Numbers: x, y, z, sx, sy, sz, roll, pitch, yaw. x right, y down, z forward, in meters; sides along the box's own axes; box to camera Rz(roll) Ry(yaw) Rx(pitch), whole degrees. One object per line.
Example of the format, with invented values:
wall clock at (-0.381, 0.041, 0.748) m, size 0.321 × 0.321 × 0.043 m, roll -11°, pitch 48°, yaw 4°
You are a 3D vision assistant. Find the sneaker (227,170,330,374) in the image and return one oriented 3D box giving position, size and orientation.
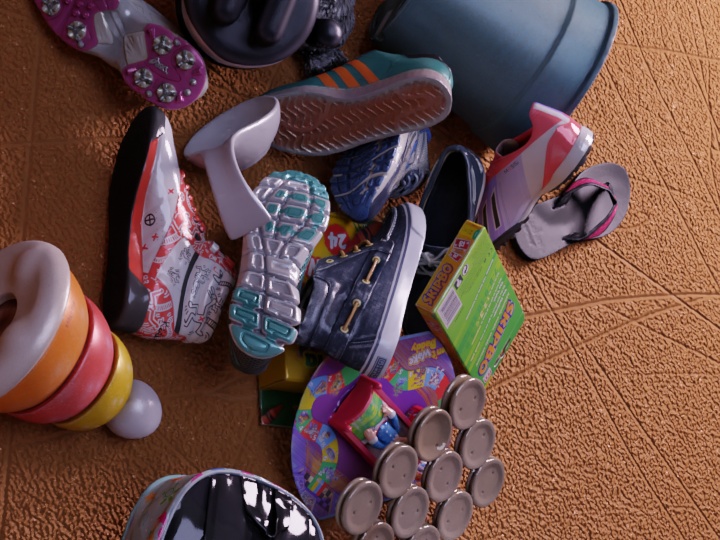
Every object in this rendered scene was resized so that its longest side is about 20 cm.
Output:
sneaker at (-0.081, 0.003, 1.368) m, size 0.077 × 0.092 × 0.202 m, roll 19°, pitch 57°, yaw -4°

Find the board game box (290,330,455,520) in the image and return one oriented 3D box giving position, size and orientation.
board game box at (0.027, 0.145, 1.420) m, size 0.198 × 0.039 × 0.160 m, roll -10°, pitch 108°, yaw -39°

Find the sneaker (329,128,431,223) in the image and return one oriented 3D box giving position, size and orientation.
sneaker at (0.034, -0.103, 1.517) m, size 0.086 × 0.076 × 0.201 m, roll 54°, pitch 35°, yaw -26°

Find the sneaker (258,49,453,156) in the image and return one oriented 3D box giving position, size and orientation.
sneaker at (-0.008, -0.163, 1.481) m, size 0.080 × 0.197 × 0.072 m, roll -83°, pitch 163°, yaw -57°

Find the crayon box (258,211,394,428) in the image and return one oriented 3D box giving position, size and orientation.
crayon box at (-0.032, 0.047, 1.448) m, size 0.126 × 0.051 × 0.203 m, roll 9°, pitch 70°, yaw -35°

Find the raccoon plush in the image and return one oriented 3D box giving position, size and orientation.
raccoon plush at (-0.013, -0.264, 1.505) m, size 0.097 × 0.134 × 0.201 m, roll -38°, pitch 95°, yaw -41°

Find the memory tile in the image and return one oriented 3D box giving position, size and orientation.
memory tile at (0.057, 0.203, 1.426) m, size 0.200 × 0.017 × 0.155 m, roll -40°, pitch 131°, yaw -29°

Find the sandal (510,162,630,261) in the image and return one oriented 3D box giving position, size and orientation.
sandal at (0.241, -0.064, 1.694) m, size 0.199 × 0.045 × 0.076 m, roll -28°, pitch 92°, yaw -40°

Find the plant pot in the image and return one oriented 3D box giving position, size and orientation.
plant pot at (0.126, -0.244, 1.587) m, size 0.195 × 0.200 × 0.202 m, roll 33°, pitch 57°, yaw -14°

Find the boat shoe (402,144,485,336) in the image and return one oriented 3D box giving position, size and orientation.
boat shoe at (0.077, -0.022, 1.505) m, size 0.062 × 0.074 × 0.202 m, roll 24°, pitch 84°, yaw -73°

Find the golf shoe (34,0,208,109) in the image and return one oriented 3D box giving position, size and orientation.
golf shoe at (-0.216, -0.217, 1.394) m, size 0.200 × 0.075 × 0.092 m, roll 43°, pitch 9°, yaw 1°

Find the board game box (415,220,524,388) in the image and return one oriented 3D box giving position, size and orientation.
board game box at (0.110, 0.040, 1.496) m, size 0.096 × 0.030 × 0.200 m, roll -58°, pitch 149°, yaw -15°

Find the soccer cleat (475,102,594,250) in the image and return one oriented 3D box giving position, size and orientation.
soccer cleat at (0.149, -0.088, 1.544) m, size 0.073 × 0.200 × 0.069 m, roll 35°, pitch 43°, yaw -8°

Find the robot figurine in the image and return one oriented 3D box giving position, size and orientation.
robot figurine at (-0.103, -0.246, 1.398) m, size 0.124 × 0.200 × 0.152 m, roll -29°, pitch 101°, yaw -7°

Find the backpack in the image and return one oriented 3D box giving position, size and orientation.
backpack at (-0.122, 0.264, 1.241) m, size 0.176 × 0.150 × 0.202 m, roll 26°, pitch 68°, yaw -30°

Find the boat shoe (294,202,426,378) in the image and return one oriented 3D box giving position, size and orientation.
boat shoe at (0.000, 0.000, 1.407) m, size 0.090 × 0.071 × 0.202 m, roll 22°, pitch 46°, yaw -8°

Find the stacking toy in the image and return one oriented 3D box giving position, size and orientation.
stacking toy at (-0.233, 0.084, 1.255) m, size 0.200 × 0.145 × 0.148 m, roll 43°, pitch 52°, yaw -39°

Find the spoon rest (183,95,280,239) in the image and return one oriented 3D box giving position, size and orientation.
spoon rest at (-0.112, -0.104, 1.367) m, size 0.061 × 0.098 × 0.201 m, roll 59°, pitch 9°, yaw -30°

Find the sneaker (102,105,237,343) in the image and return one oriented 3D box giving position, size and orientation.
sneaker at (-0.162, -0.036, 1.368) m, size 0.107 × 0.067 × 0.204 m, roll 15°, pitch 70°, yaw -34°
